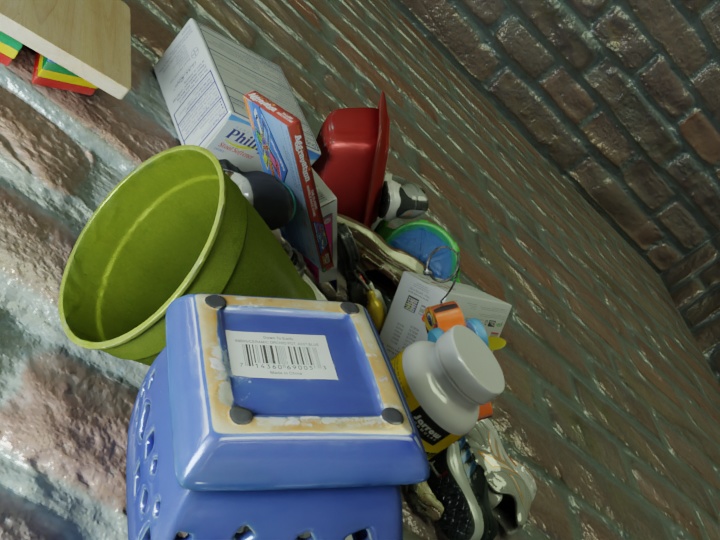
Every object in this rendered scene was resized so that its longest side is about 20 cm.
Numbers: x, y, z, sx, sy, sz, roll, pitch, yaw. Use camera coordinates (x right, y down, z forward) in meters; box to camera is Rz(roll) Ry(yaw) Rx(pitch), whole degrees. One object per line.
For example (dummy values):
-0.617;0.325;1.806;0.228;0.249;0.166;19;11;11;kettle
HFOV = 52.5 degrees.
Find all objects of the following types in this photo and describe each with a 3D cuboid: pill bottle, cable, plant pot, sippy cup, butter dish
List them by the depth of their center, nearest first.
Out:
-0.068;0.132;0.557;0.197;0.182;0.201;5;35;-21;plant pot
-0.143;0.021;0.700;0.193;0.199;0.202;42;23;-43;plant pot
0.057;0.152;0.808;0.112;0.200;0.113;36;28;-23;pill bottle
0.000;0.000;1.008;0.098;0.050;0.202;-114;-171;-48;cable
-0.033;-0.176;1.180;0.145;0.202;0.200;8;34;-2;butter dish
0.107;-0.015;1.217;0.130;0.138;0.180;-17;89;-74;sippy cup

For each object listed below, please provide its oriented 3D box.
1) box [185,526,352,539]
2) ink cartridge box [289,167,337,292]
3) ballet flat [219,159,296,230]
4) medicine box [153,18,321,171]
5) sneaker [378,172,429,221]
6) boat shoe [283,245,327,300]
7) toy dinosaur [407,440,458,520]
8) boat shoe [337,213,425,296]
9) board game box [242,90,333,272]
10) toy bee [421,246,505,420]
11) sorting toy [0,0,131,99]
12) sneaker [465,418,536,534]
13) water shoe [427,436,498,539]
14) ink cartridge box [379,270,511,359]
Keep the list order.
-0.059;0.250;0.670;0.199;0.041;0.157;40;28;-17;box
-0.067;-0.053;0.957;0.095;0.037;0.201;51;-20;28;ink cartridge box
-0.152;-0.091;0.883;0.073;0.074;0.199;27;1;-39;ballet flat
-0.179;-0.232;1.062;0.181;0.103;0.202;16;42;-50;medicine box
0.069;-0.116;1.204;0.078;0.075;0.200;6;13;-3;sneaker
-0.101;0.003;0.905;0.199;0.070;0.071;36;29;-26;boat shoe
0.071;0.197;0.901;0.047;0.088;0.202;33;29;-51;toy dinosaur
0.004;-0.016;1.103;0.200;0.075;0.076;27;68;-8;boat shoe
-0.082;-0.100;0.853;0.103;0.019;0.202;38;-30;42;board game box
0.116;0.081;0.902;0.129;0.203;0.109;8;-4;-11;toy bee
-0.377;-0.296;0.864;0.198;0.069;0.202;28;32;-39;sorting toy
0.163;0.266;0.980;0.200;0.076;0.092;45;30;-8;sneaker
0.115;0.251;0.931;0.079;0.071;0.202;27;40;-45;water shoe
0.114;0.107;1.064;0.083;0.178;0.199;26;8;36;ink cartridge box
